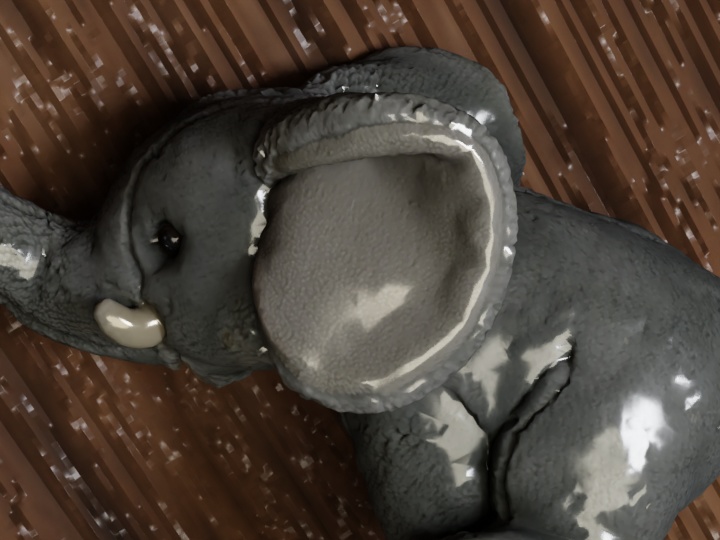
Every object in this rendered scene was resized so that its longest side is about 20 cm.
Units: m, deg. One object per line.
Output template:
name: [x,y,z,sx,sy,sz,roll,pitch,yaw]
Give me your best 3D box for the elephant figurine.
elephant figurine: [0.000,0.000,0.694,0.200,0.141,0.155,49,62,-10]
